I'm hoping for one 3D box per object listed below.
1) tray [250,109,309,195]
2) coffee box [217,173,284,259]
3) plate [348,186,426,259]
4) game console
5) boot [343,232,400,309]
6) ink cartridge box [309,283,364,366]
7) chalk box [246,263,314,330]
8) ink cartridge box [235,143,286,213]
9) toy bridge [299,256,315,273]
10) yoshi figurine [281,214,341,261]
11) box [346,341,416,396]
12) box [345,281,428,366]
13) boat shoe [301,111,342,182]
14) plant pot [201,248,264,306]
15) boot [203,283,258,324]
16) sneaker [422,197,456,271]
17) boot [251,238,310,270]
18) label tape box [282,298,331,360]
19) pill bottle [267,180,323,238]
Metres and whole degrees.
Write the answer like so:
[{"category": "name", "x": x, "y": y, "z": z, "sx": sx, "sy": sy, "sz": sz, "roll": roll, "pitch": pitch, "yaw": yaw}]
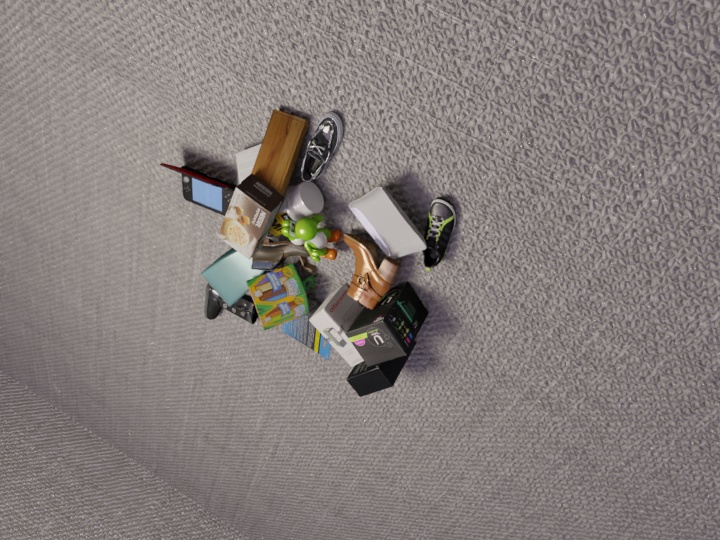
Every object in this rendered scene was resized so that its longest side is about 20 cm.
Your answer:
[{"category": "tray", "x": -0.216, "y": -0.313, "z": 1.443, "sx": 0.098, "sy": 0.037, "sz": 0.202, "roll": 22, "pitch": 94, "yaw": 14}, {"category": "coffee box", "x": -0.295, "y": -0.141, "z": 1.465, "sx": 0.114, "sy": 0.080, "sz": 0.200, "roll": 36, "pitch": 134, "yaw": -1}, {"category": "plate", "x": 0.074, "y": -0.126, "z": 1.444, "sx": 0.200, "sy": 0.032, "sz": 0.199, "roll": 51, "pitch": 156, "yaw": -11}, {"category": "game console", "x": -0.491, "y": -0.240, "z": 1.658, "sx": 0.199, "sy": 0.119, "sz": 0.173, "roll": 22, "pitch": 129, "yaw": 14}, {"category": "boot", "x": 0.000, "y": 0.000, "z": 1.533, "sx": 0.200, "sy": 0.073, "sz": 0.155, "roll": 38, "pitch": 111, "yaw": 22}, {"category": "ink cartridge box", "x": -0.038, "y": 0.165, "z": 1.665, "sx": 0.200, "sy": 0.146, "sz": 0.084, "roll": 49, "pitch": 132, "yaw": -8}, {"category": "chalk box", "x": -0.230, "y": 0.074, "z": 1.679, "sx": 0.125, "sy": 0.198, "sz": 0.125, "roll": 85, "pitch": 161, "yaw": -57}, {"category": "ink cartridge box", "x": -0.266, "y": -0.248, "z": 1.520, "sx": 0.159, "sy": 0.047, "sz": 0.202, "roll": -10, "pitch": 88, "yaw": 32}, {"category": "toy bridge", "x": -0.163, "y": -0.085, "z": 1.643, "sx": 0.067, "sy": 0.027, "sz": 0.201, "roll": 20, "pitch": 129, "yaw": 17}, {"category": "yoshi figurine", "x": -0.125, "y": -0.093, "z": 1.503, "sx": 0.112, "sy": 0.199, "sz": 0.113, "roll": -45, "pitch": 54, "yaw": 20}, {"category": "box", "x": 0.065, "y": 0.273, "z": 1.644, "sx": 0.141, "sy": 0.200, "sz": 0.079, "roll": -31, "pitch": 103, "yaw": 40}, {"category": "box", "x": 0.079, "y": 0.151, "z": 1.555, "sx": 0.148, "sy": 0.200, "sz": 0.125, "roll": -24, "pitch": 108, "yaw": 38}, {"category": "boat shoe", "x": -0.108, "y": -0.317, "z": 1.429, "sx": 0.071, "sy": 0.068, "sz": 0.201, "roll": 35, "pitch": 131, "yaw": 3}, {"category": "plant pot", "x": -0.370, "y": -0.014, "z": 1.733, "sx": 0.199, "sy": 0.142, "sz": 0.142, "roll": -33, "pitch": 102, "yaw": 32}, {"category": "boot", "x": -0.454, "y": 0.140, "z": 1.935, "sx": 0.198, "sy": 0.066, "sz": 0.166, "roll": 19, "pitch": 130, "yaw": 11}, {"category": "sneaker", "x": 0.199, "y": -0.086, "z": 1.407, "sx": 0.071, "sy": 0.083, "sz": 0.202, "roll": 14, "pitch": 127, "yaw": 19}, {"category": "boot", "x": -0.233, "y": -0.037, "z": 1.616, "sx": 0.198, "sy": 0.075, "sz": 0.098, "roll": 9, "pitch": 84, "yaw": 15}, {"category": "label tape box", "x": -0.158, "y": 0.179, "z": 1.776, "sx": 0.199, "sy": 0.063, "sz": 0.145, "roll": 28, "pitch": 131, "yaw": 21}, {"category": "pill bottle", "x": -0.207, "y": -0.174, "z": 1.549, "sx": 0.199, "sy": 0.114, "sz": 0.115, "roll": -21, "pitch": 110, "yaw": 37}]
